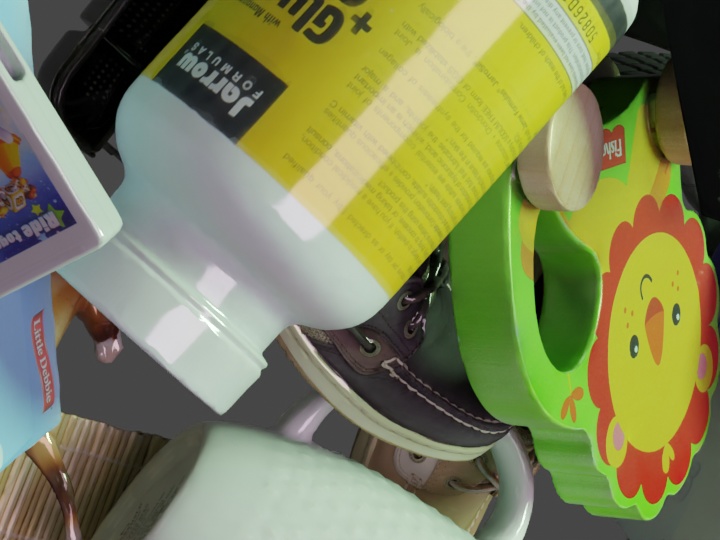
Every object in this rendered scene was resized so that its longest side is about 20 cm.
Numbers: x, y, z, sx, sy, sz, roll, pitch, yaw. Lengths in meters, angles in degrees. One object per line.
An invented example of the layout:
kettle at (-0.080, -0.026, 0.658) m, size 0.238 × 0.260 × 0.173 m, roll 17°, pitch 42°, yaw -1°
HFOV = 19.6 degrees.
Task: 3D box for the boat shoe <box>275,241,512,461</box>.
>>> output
boat shoe at (0.000, 0.000, 0.800) m, size 0.200 × 0.065 × 0.072 m, roll 44°, pitch 43°, yaw -22°

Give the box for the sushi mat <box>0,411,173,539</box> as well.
sushi mat at (-0.146, 0.154, 0.881) m, size 0.096 × 0.012 × 0.200 m, roll 17°, pitch 96°, yaw -35°

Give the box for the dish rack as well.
dish rack at (-0.025, -0.071, 0.858) m, size 0.200 × 0.055 × 0.153 m, roll 42°, pitch 83°, yaw -34°

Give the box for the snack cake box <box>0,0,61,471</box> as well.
snack cake box at (-0.168, -0.034, 0.679) m, size 0.067 × 0.115 × 0.200 m, roll -44°, pitch 136°, yaw -60°

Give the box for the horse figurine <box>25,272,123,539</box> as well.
horse figurine at (-0.179, 0.053, 0.802) m, size 0.200 × 0.050 × 0.133 m, roll 3°, pitch 91°, yaw -25°

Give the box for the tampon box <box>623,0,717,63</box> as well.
tampon box at (0.135, -0.158, 0.838) m, size 0.150 × 0.200 × 0.126 m, roll 2°, pitch 105°, yaw -31°

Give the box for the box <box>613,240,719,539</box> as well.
box at (0.244, 0.065, 0.993) m, size 0.200 × 0.105 × 0.184 m, roll -6°, pitch 134°, yaw -30°

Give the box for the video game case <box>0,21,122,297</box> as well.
video game case at (-0.177, -0.068, 0.616) m, size 0.200 × 0.143 × 0.018 m, roll 60°, pitch 28°, yaw -11°

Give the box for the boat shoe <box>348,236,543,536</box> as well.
boat shoe at (0.047, 0.070, 0.929) m, size 0.072 × 0.065 × 0.200 m, roll 3°, pitch 107°, yaw -48°

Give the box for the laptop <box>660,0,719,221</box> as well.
laptop at (0.197, -0.136, 0.756) m, size 0.200 × 0.103 × 0.177 m, roll -43°, pitch 128°, yaw -43°

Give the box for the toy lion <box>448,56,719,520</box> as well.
toy lion at (0.097, 0.012, 0.848) m, size 0.200 × 0.069 × 0.192 m, roll -17°, pitch 107°, yaw -57°

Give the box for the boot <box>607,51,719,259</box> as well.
boot at (0.168, -0.028, 0.984) m, size 0.200 × 0.070 × 0.132 m, roll 5°, pitch 109°, yaw -27°

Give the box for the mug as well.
mug at (-0.008, 0.128, 0.860) m, size 0.175 × 0.148 × 0.200 m, roll 39°, pitch 79°, yaw -13°

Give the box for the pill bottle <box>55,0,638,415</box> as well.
pill bottle at (-0.009, -0.052, 0.696) m, size 0.200 × 0.112 × 0.112 m, roll -48°, pitch 123°, yaw -5°
